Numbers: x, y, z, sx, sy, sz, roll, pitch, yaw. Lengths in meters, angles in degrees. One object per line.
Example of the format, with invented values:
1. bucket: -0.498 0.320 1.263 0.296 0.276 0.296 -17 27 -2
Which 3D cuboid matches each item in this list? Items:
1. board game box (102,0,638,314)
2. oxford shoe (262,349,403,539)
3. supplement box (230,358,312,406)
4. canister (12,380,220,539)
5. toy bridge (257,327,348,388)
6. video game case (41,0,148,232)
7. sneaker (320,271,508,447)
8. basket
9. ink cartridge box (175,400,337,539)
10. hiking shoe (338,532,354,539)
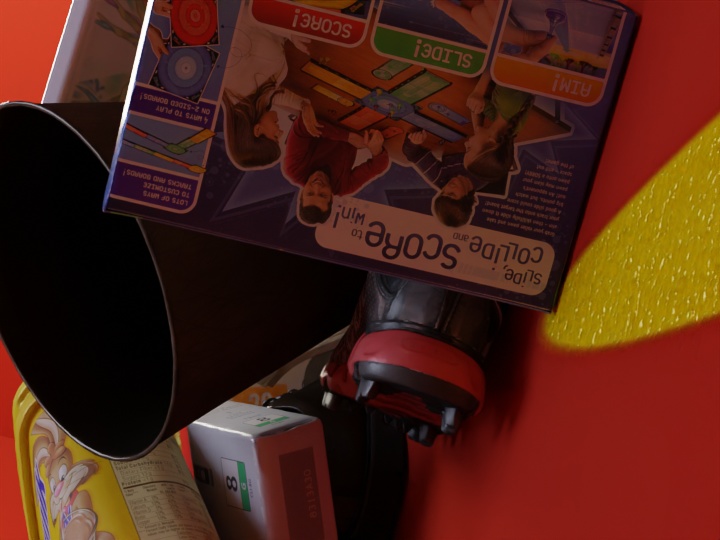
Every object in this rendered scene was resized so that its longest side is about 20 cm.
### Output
1. board game box: 0.003 -0.069 0.867 0.034 0.198 0.137 -108 32 -73
2. oxford shoe: -0.025 0.087 1.197 0.200 0.084 0.073 -101 24 -72
3. supplement box: -0.075 0.003 1.321 0.074 0.125 0.202 -166 70 -82
4. canister: -0.120 0.156 1.084 0.200 0.086 0.150 -123 27 -53
5. toy bridge: 0.000 0.000 1.175 0.200 0.067 0.027 -49 23 27
6. video game case: -0.086 -0.104 1.140 0.022 0.182 0.202 -12 57 45
7. sneaker: 0.028 0.029 0.996 0.200 0.070 0.099 131 158 -79
8. basket: -0.072 -0.017 1.034 0.136 0.199 0.181 -39 75 43
9. ink cartridge box: -0.077 0.154 1.134 0.199 0.050 0.163 3 103 56
10. hiking shoe: -0.042 0.163 1.220 0.200 0.074 0.087 -101 26 -69
